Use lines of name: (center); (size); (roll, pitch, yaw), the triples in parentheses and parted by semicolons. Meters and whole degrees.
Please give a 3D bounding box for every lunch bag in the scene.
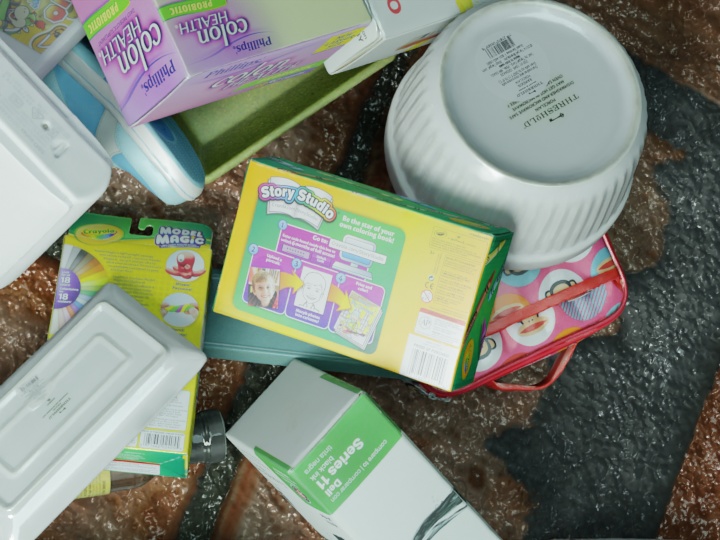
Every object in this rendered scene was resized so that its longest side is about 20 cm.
lunch bag: (0.106, 0.014, 1.561); (0.199, 0.082, 0.177); (-24, 94, -14)

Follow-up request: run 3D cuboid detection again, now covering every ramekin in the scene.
ramekin: (0.123, -0.111, 1.489); (0.198, 0.105, 0.202); (4, 66, -9)

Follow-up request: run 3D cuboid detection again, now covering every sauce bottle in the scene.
sauce bottle: (-0.200, 0.138, 1.471); (0.198, 0.065, 0.065); (-5, 85, -15)

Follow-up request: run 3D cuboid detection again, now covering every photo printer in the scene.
photo printer: (-0.284, -0.074, 1.408); (0.167, 0.200, 0.070); (47, 49, -7)

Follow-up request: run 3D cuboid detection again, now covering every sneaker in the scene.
sneaker: (-0.215, -0.094, 1.467); (0.131, 0.079, 0.200); (-46, 75, 9)

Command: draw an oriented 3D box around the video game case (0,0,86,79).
video game case: (-0.263, -0.237, 1.454); (0.181, 0.023, 0.200); (30, 54, 11)

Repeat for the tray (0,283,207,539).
tray: (-0.212, 0.098, 1.387); (0.107, 0.022, 0.200); (35, 68, 25)

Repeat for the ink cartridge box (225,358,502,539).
ink cartridge box: (0.011, 0.172, 1.458); (0.083, 0.146, 0.200); (-47, 111, -12)

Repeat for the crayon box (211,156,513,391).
crayon box: (0.000, 0.000, 1.446); (0.198, 0.058, 0.120); (18, 100, 17)

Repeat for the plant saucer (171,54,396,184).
plant saucer: (-0.104, -0.198, 1.543); (0.199, 0.048, 0.201); (-35, 93, -15)

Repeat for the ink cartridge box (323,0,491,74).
ink cartridge box: (0.038, -0.254, 1.532); (0.199, 0.083, 0.146); (-22, 86, -37)

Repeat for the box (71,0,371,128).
box: (-0.119, -0.230, 1.425); (0.175, 0.097, 0.201); (-22, 84, -38)

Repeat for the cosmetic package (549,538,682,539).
cosmetic package: (0.204, 0.314, 1.554); (0.101, 0.074, 0.202); (3, 81, -14)

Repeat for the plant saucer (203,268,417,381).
plant saucer: (-0.037, 0.040, 1.502); (0.198, 0.019, 0.071); (6, 81, 15)

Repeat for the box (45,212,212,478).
box: (-0.174, 0.050, 1.461); (0.116, 0.048, 0.202); (6, 60, -2)
